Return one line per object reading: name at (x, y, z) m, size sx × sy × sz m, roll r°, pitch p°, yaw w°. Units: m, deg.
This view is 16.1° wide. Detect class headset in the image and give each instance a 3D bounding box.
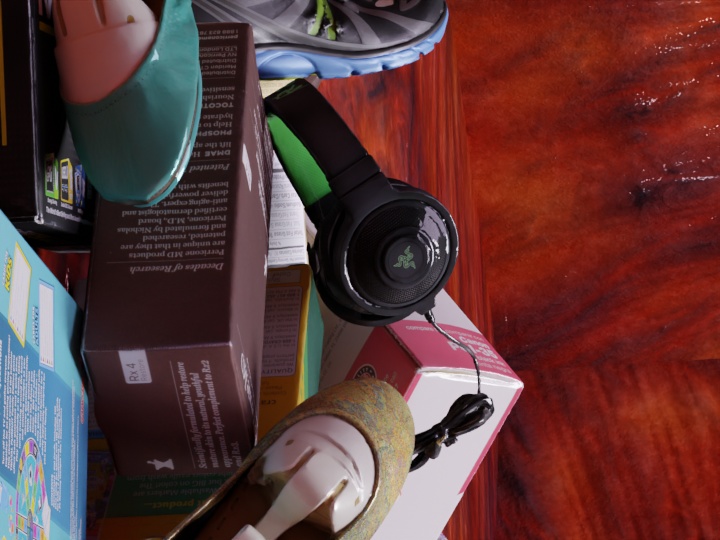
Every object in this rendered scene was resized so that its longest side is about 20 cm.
headset at (0.000, 0.000, 1.297) m, size 0.201 × 0.094 × 0.124 m, roll 56°, pitch -9°, yaw 1°

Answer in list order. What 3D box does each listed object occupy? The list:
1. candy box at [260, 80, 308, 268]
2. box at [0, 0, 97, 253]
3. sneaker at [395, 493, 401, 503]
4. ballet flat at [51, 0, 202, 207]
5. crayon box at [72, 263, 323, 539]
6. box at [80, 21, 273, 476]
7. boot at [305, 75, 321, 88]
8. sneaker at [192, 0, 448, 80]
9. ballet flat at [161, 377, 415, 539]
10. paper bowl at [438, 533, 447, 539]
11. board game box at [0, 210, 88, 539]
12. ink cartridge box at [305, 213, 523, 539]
candy box at (-0.084, -0.075, 1.410) m, size 0.115 × 0.055 × 0.201 m, roll -1°, pitch -85°, yaw 57°
box at (-0.149, -0.110, 1.185) m, size 0.200 × 0.047 × 0.194 m, roll 30°, pitch 59°, yaw -82°
sneaker at (-0.065, 0.115, 1.357) m, size 0.077 × 0.200 × 0.073 m, roll -31°, pitch 102°, yaw -36°
ballet flat at (-0.109, -0.120, 1.131) m, size 0.070 × 0.067 × 0.201 m, roll 46°, pitch 35°, yaw -42°
crayon box at (-0.088, 0.088, 1.247) m, size 0.201 × 0.125 × 0.052 m, roll -86°, pitch 169°, yaw -45°
box at (-0.083, -0.013, 1.201) m, size 0.100 × 0.074 × 0.201 m, roll 83°, pitch 8°, yaw -51°
boot at (-0.070, -0.135, 1.525) m, size 0.200 × 0.064 × 0.187 m, roll -56°, pitch -151°, yaw 20°
sneaker at (-0.033, -0.142, 1.331) m, size 0.071 × 0.199 × 0.083 m, roll 9°, pitch -78°, yaw 54°
ballet flat at (-0.042, 0.116, 1.125) m, size 0.200 × 0.071 × 0.071 m, roll -42°, pitch 146°, yaw -22°
paper bowl at (-0.029, 0.193, 1.513) m, size 0.200 × 0.104 × 0.201 m, roll 37°, pitch 19°, yaw -14°
board game box at (-0.156, 0.062, 1.033) m, size 0.200 × 0.047 × 0.152 m, roll 66°, pitch 22°, yaw -69°
ink cartridge box at (-0.016, 0.057, 1.444) m, size 0.200 × 0.082 × 0.147 m, roll 51°, pitch -58°, yaw 43°
